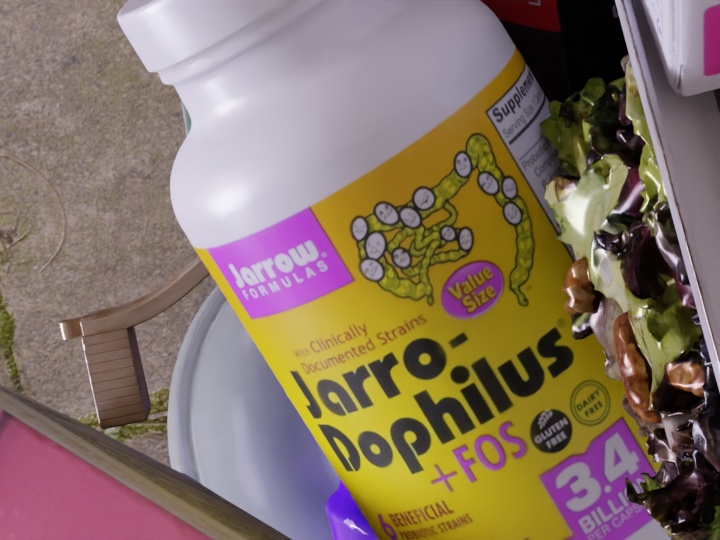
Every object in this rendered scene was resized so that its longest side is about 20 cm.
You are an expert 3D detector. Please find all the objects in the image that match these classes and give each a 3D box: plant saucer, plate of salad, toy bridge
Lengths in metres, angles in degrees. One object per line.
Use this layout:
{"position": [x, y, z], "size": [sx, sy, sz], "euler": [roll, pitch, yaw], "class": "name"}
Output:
{"position": [0.028, 0.063, 1.066], "size": [0.050, 0.199, 0.201], "euler": [130, 132, -54], "class": "plant saucer"}
{"position": [0.074, 0.007, 0.686], "size": [0.200, 0.048, 0.202], "euler": [-15, -90, -83], "class": "plate of salad"}
{"position": [0.000, 0.000, 0.919], "size": [0.027, 0.198, 0.068], "euler": [-97, -4, -82], "class": "toy bridge"}

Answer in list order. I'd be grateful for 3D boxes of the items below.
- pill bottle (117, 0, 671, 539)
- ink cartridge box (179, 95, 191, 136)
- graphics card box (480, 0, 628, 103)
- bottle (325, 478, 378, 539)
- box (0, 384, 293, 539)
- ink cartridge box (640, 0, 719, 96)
{"position": [0.016, -0.004, 0.777], "size": [0.201, 0.104, 0.104], "euler": [58, -178, -11], "class": "pill bottle"}
{"position": [-0.017, -0.139, 1.228], "size": [0.048, 0.144, 0.202], "euler": [66, -167, -79], "class": "ink cartridge box"}
{"position": [0.020, -0.136, 0.798], "size": [0.125, 0.051, 0.201], "euler": [22, 133, 42], "class": "graphics card box"}
{"position": [0.032, 0.041, 0.981], "size": [0.065, 0.083, 0.201], "euler": [-25, -50, -84], "class": "bottle"}
{"position": [-0.055, 0.124, 0.836], "size": [0.199, 0.109, 0.128], "euler": [25, 176, 45], "class": "box"}
{"position": [0.055, -0.153, 0.604], "size": [0.120, 0.042, 0.201], "euler": [79, 175, -59], "class": "ink cartridge box"}
